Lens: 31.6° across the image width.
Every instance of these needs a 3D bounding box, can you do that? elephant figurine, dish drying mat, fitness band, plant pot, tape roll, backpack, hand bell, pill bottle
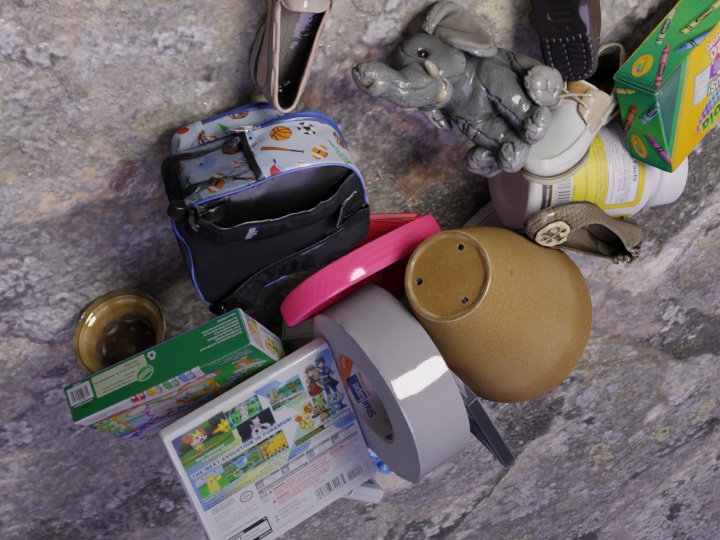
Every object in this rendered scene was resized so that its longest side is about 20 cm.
[{"bbox_3d":[0.087,-0.191,1.240,0.199,0.155,0.143,27,84,-13],"label":"elephant figurine"},{"bbox_3d":[0.016,0.014,1.480,0.076,0.018,0.201,-2,134,-18],"label":"dish drying mat"},{"bbox_3d":[0.000,0.000,1.346,0.199,0.038,0.143,-29,178,-31],"label":"fitness band"},{"bbox_3d":[0.125,0.028,1.323,0.186,0.187,0.200,-37,152,13],"label":"plant pot"},{"bbox_3d":[0.030,0.118,1.328,0.066,0.200,0.201,-31,140,-18],"label":"tape roll"},{"bbox_3d":[-0.090,-0.070,1.249,0.188,0.155,0.201,-14,151,-4],"label":"backpack"},{"bbox_3d":[-0.236,0.113,1.427,0.103,0.105,0.200,-24,150,-1],"label":"hand bell"},{"bbox_3d":[0.250,-0.110,1.398,0.198,0.115,0.115,-7,135,-19],"label":"pill bottle"}]

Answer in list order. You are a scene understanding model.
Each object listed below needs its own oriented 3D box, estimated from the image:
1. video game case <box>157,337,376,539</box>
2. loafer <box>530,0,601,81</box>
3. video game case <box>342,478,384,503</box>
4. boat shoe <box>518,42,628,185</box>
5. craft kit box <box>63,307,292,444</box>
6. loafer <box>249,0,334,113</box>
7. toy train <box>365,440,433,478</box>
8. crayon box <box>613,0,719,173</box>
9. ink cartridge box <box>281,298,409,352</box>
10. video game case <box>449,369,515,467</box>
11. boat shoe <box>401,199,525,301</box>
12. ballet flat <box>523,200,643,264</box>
[{"bbox_3d":[-0.093,0.194,1.344,0.199,0.022,0.184,-29,120,-17],"label":"video game case"},{"bbox_3d":[0.198,-0.286,1.245,0.072,0.071,0.201,4,131,19],"label":"loafer"},{"bbox_3d":[-0.091,0.202,1.488,0.181,0.200,0.022,18,103,-37],"label":"video game case"},{"bbox_3d":[0.218,-0.166,1.309,0.200,0.074,0.069,-50,153,-39],"label":"boat shoe"},{"bbox_3d":[-0.181,0.116,1.338,0.198,0.049,0.198,-24,165,6],"label":"craft kit box"},{"bbox_3d":[-0.054,-0.237,1.164,0.071,0.063,0.201,-2,133,-22],"label":"loafer"},{"bbox_3d":[0.010,0.179,1.473,0.198,0.115,0.087,21,134,-23],"label":"toy train"},{"bbox_3d":[0.349,-0.215,1.320,0.200,0.058,0.119,-48,140,-17],"label":"crayon box"},{"bbox_3d":[0.016,0.098,1.504,0.198,0.048,0.146,-5,138,6],"label":"ink cartridge box"},{"bbox_3d":[0.082,0.116,1.376,0.019,0.200,0.143,-40,140,-6],"label":"video game case"},{"bbox_3d":[0.129,0.002,1.485,0.200,0.069,0.072,-42,135,17],"label":"boat shoe"},{"bbox_3d":[0.244,-0.035,1.358,0.067,0.047,0.199,-29,156,34],"label":"ballet flat"}]
